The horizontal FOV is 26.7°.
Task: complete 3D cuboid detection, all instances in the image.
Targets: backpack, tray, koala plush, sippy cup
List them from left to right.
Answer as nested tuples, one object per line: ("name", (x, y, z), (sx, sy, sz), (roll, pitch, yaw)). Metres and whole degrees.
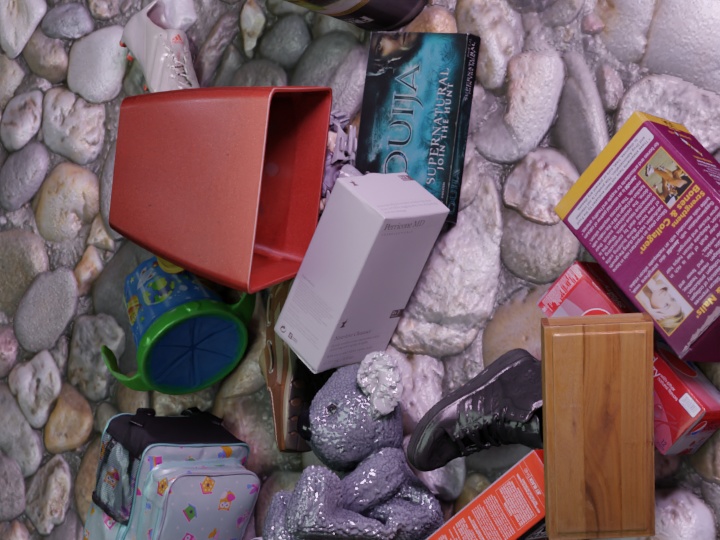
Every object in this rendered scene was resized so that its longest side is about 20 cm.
("backpack", (-0.220, 0.277, 1.737), (0.153, 0.175, 0.202), (37, 112, 38))
("sippy cup", (-0.217, 0.054, 1.791), (0.131, 0.176, 0.141), (56, 146, 39))
("koala plush", (-0.001, 0.192, 1.590), (0.177, 0.182, 0.202), (129, 143, -65))
("tray", (0.215, 0.142, 1.372), (0.097, 0.037, 0.202), (-3, 104, 2))

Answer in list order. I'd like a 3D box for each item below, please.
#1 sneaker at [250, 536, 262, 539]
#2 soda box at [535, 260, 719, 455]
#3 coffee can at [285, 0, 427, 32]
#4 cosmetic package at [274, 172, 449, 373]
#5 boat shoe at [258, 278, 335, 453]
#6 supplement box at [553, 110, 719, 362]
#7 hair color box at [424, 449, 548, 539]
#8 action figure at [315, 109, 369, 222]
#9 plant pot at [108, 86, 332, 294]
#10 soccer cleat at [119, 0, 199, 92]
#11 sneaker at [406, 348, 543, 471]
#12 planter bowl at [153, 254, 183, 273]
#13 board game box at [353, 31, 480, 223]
("sneaker", (-0.133, 0.403, 1.693), (0.075, 0.113, 0.202), (-14, 77, 36))
("soda box", (0.260, 0.081, 1.444), (0.064, 0.070, 0.201), (-51, 59, 24))
("coffee can", (-0.029, -0.349, 1.630), (0.145, 0.199, 0.148), (-5, 82, 38))
("cosmetic package", (0.000, 0.000, 1.609), (0.081, 0.112, 0.201), (43, 124, 30))
("boat shoe", (-0.075, 0.105, 1.710), (0.073, 0.075, 0.202), (-8, 73, 42))
("supplement box", (0.298, -0.032, 1.404), (0.131, 0.103, 0.201), (-50, 58, 24))
("hair color box", (0.142, 0.257, 1.501), (0.200, 0.101, 0.062), (-44, 62, 27))
("action figure", (-0.055, -0.121, 1.699), (0.199, 0.069, 0.132), (22, 97, 43))
("plant pot", (-0.150, -0.101, 1.572), (0.174, 0.200, 0.202), (10, 100, 16))
("soccer cleat", (-0.234, -0.253, 1.868), (0.078, 0.069, 0.201), (-47, 57, 21))
("sneaker", (0.145, 0.145, 1.498), (0.199, 0.060, 0.104), (-40, 41, -9))
("planter bowl", (-0.211, -0.106, 1.735), (0.200, 0.083, 0.202), (-39, 36, 35))
("board game box", (0.057, -0.158, 1.653), (0.134, 0.028, 0.203), (7, 90, 37))
